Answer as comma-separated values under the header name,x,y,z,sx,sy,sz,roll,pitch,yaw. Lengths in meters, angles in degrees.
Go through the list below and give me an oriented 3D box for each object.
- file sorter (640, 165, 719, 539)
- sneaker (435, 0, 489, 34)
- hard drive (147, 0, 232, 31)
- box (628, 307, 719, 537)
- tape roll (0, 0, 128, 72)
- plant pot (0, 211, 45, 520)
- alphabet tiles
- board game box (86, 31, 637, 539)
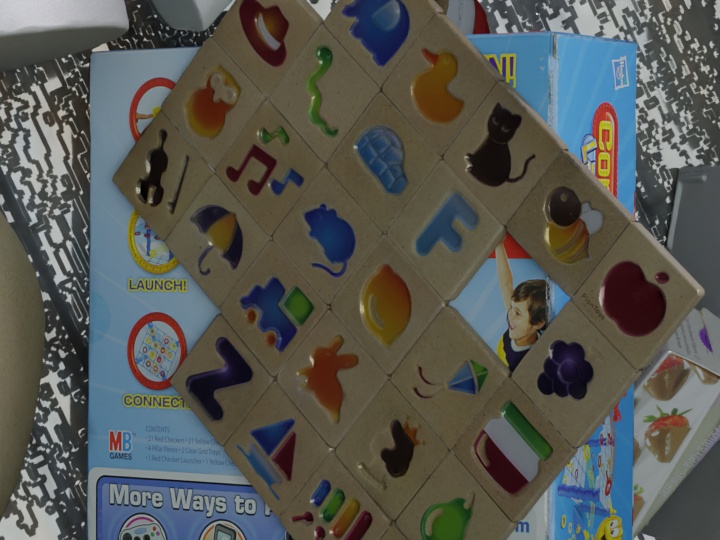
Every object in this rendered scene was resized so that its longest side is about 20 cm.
name,x,y,z,sx,sy,sz,roll,pitch,yaw
file sorter,0.190,0.041,1.053,0.124,0.200,0.139,11,88,-14
sneaker,0.053,0.001,1.090,0.112,0.071,0.201,9,96,-6
hard drive,-0.029,-0.197,1.025,0.200,0.027,0.132,-52,133,-30
box,0.065,0.093,1.056,0.039,0.041,0.200,26,118,-20
tape roll,-0.177,-0.077,0.984,0.202,0.203,0.037,-12,91,-10
plant pot,-0.185,0.030,1.005,0.134,0.200,0.201,-41,97,-35
alphabet tiles,0.000,0.000,0.983,0.200,0.008,0.167,49,117,25
board game box,-0.003,0.020,1.024,0.056,0.199,0.197,0,91,-54
